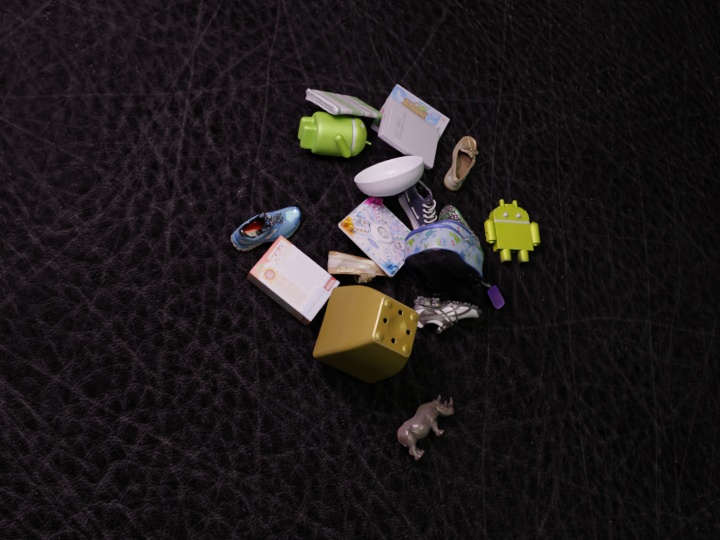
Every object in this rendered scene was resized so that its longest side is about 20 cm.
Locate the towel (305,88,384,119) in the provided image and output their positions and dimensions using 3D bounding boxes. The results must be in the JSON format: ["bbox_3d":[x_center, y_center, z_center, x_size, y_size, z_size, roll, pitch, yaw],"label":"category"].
[{"bbox_3d":[-0.042,-0.463,1.805,0.199,0.031,0.149,-5,36,-44],"label":"towel"}]

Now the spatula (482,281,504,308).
[{"bbox_3d":[0.345,0.025,1.839,0.200,0.021,0.056,50,44,7],"label":"spatula"}]

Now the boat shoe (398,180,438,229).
[{"bbox_3d":[0.186,-0.161,1.810,0.074,0.093,0.201,-33,84,-29],"label":"boat shoe"}]

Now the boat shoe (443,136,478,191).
[{"bbox_3d":[0.314,-0.331,1.931,0.073,0.063,0.201,25,65,-8],"label":"boat shoe"}]

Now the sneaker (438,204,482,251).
[{"bbox_3d":[0.286,-0.095,1.814,0.201,0.078,0.085,63,31,-10],"label":"sneaker"}]

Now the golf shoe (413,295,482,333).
[{"bbox_3d":[0.237,0.127,1.751,0.198,0.078,0.095,7,87,-14],"label":"golf shoe"}]

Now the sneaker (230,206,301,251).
[{"bbox_3d":[-0.236,-0.114,1.657,0.199,0.090,0.079,-29,83,-26],"label":"sneaker"}]

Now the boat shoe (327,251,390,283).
[{"bbox_3d":[0.000,0.000,1.714,0.199,0.074,0.070,13,91,-22],"label":"boat shoe"}]

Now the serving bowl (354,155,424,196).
[{"bbox_3d":[0.087,-0.254,1.775,0.199,0.200,0.066,-30,114,-25],"label":"serving bowl"}]

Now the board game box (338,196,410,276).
[{"bbox_3d":[0.062,-0.105,1.750,0.200,0.026,0.200,44,43,0],"label":"board game box"}]

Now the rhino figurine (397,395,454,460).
[{"bbox_3d":[0.174,0.390,1.636,0.087,0.060,0.200,44,61,12],"label":"rhino figurine"}]

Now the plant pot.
[{"bbox_3d":[0.034,0.148,1.570,0.193,0.199,0.197,28,64,-26],"label":"plant pot"}]

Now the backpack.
[{"bbox_3d":[0.215,-0.045,1.703,0.200,0.182,0.148,36,49,-39],"label":"backpack"}]

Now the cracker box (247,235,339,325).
[{"bbox_3d":[-0.173,0.027,1.648,0.200,0.058,0.134,39,64,-2],"label":"cracker box"}]

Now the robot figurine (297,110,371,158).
[{"bbox_3d":[-0.072,-0.380,1.789,0.198,0.116,0.176,2,40,-17],"label":"robot figurine"}]

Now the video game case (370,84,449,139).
[{"bbox_3d":[0.154,-0.448,1.940,0.199,0.022,0.183,32,65,-6],"label":"video game case"}]

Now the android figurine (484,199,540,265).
[{"bbox_3d":[0.455,-0.118,1.918,0.180,0.041,0.202,4,72,-17],"label":"android figurine"}]

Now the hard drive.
[{"bbox_3d":[0.143,-0.398,1.856,0.199,0.027,0.133,27,64,-31],"label":"hard drive"}]
